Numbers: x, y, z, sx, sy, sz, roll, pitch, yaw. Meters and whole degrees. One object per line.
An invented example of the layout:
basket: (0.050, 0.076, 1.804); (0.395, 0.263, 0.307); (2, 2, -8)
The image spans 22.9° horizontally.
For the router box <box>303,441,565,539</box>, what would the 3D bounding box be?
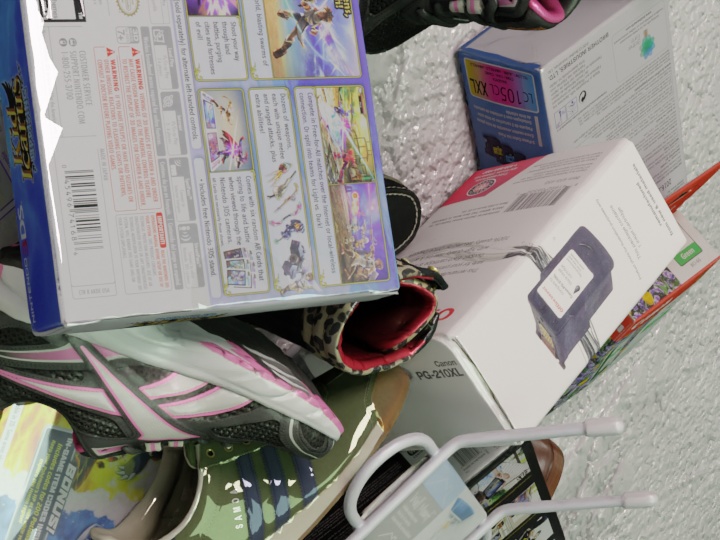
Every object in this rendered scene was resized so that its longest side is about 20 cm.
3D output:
router box: (0.030, 0.184, 1.125); (0.200, 0.051, 0.150); (-37, 142, -10)

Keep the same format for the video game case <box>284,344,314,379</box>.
video game case: (-0.057, 0.169, 1.133); (0.182, 0.023, 0.201); (-44, 134, -27)

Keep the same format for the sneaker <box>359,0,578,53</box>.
sneaker: (0.068, -0.158, 0.926); (0.080, 0.200, 0.087); (-3, 69, -45)

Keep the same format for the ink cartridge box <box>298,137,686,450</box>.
ink cartridge box: (0.081, 0.017, 1.088); (0.200, 0.144, 0.085); (-45, 111, -34)

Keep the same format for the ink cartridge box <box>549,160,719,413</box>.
ink cartridge box: (0.188, 0.014, 1.229); (0.109, 0.050, 0.200); (-32, 165, -39)

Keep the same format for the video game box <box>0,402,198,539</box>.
video game box: (-0.146, 0.136, 0.984); (0.181, 0.047, 0.201); (18, 92, -41)

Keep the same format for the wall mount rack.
wall mount rack: (0.074, 0.144, 1.013); (0.174, 0.075, 0.200); (-41, 149, -5)

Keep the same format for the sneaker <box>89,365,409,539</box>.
sneaker: (-0.063, 0.103, 0.961); (0.090, 0.067, 0.200); (46, 75, -22)

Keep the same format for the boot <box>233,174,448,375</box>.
boot: (-0.001, 0.002, 1.024); (0.203, 0.153, 0.074); (-17, 117, -43)

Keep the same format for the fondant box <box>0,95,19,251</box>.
fondant box: (-0.211, -0.017, 0.863); (0.200, 0.058, 0.145); (-46, 135, -26)

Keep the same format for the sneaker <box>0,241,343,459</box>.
sneaker: (-0.107, 0.059, 0.898); (0.199, 0.080, 0.087); (26, 102, -22)

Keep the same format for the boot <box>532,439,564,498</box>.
boot: (0.060, 0.165, 1.223); (0.200, 0.064, 0.188); (39, 63, -52)

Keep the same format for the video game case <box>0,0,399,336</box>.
video game case: (-0.079, -0.077, 0.850); (0.180, 0.045, 0.202); (-5, 85, -32)

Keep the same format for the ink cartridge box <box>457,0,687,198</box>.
ink cartridge box: (0.150, -0.088, 1.211); (0.136, 0.076, 0.201); (-37, 129, -30)
